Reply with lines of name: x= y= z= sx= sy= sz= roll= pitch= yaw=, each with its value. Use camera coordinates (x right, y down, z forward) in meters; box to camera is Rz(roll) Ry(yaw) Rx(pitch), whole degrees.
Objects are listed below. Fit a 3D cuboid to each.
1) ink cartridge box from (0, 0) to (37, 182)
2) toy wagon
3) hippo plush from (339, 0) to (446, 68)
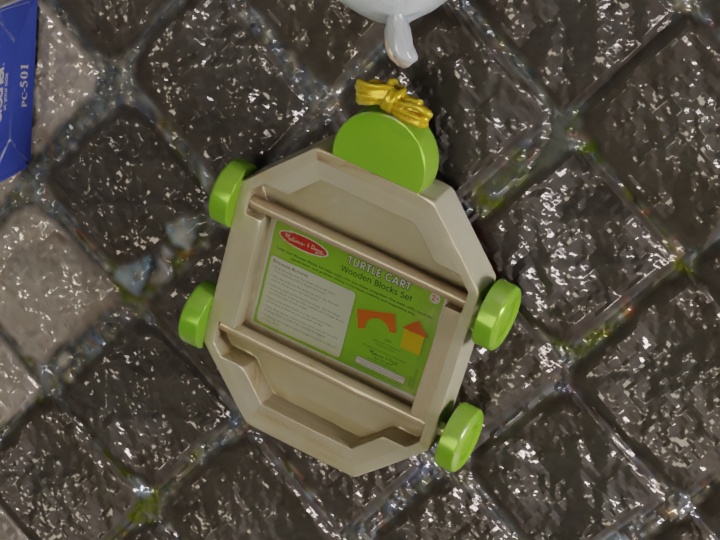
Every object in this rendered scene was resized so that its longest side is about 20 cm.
ink cartridge box: x=-0.260 y=-0.115 z=1.069 sx=0.198 sy=0.044 sz=0.095 roll=17 pitch=116 yaw=20
toy wagon: x=0.000 y=0.000 z=0.988 sx=0.154 sy=0.040 sz=0.201 roll=25 pitch=119 yaw=16
hippo plush: x=0.021 y=-0.187 z=0.863 sx=0.198 sy=0.161 sz=0.161 roll=11 pitch=147 yaw=-23
